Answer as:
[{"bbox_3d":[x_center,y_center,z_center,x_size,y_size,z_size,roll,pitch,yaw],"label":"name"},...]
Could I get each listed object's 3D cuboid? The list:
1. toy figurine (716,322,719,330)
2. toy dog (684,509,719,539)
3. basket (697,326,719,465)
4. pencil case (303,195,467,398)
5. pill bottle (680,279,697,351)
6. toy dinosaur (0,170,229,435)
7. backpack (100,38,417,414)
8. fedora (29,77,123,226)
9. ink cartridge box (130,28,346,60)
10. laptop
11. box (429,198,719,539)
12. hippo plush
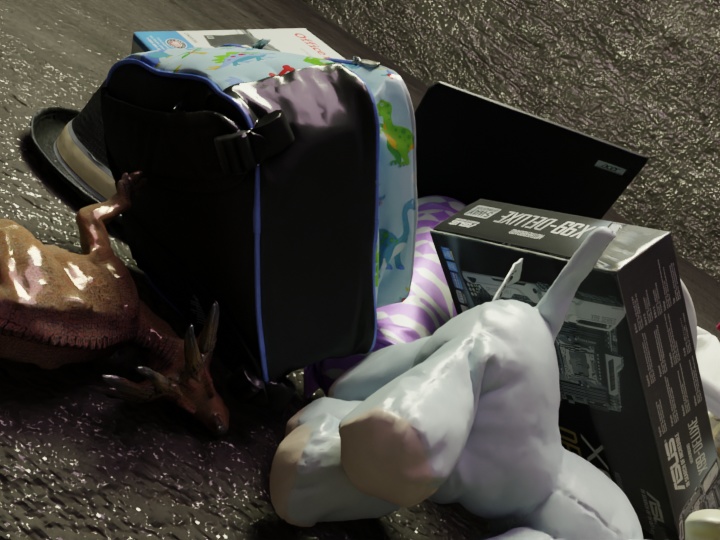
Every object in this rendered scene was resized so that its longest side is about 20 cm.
[{"bbox_3d":[0.391,0.121,0.984,0.149,0.185,0.200,17,23,-43],"label":"toy figurine"},{"bbox_3d":[0.234,0.188,0.484,0.194,0.139,0.201,46,41,-20],"label":"toy dog"},{"bbox_3d":[0.248,0.107,0.867,0.135,0.124,0.200,31,17,-4],"label":"basket"},{"bbox_3d":[0.032,0.021,0.693,0.085,0.085,0.200,10,33,14],"label":"pencil case"},{"bbox_3d":[0.144,0.044,0.760,0.113,0.114,0.199,22,-10,-32],"label":"pill bottle"},{"bbox_3d":[-0.143,0.021,0.475,0.199,0.086,0.136,4,39,-48],"label":"toy dinosaur"},{"bbox_3d":[-0.062,-0.047,0.599,0.146,0.185,0.199,-18,28,-33],"label":"backpack"},{"bbox_3d":[-0.150,-0.096,0.764,0.200,0.092,0.201,29,17,-10],"label":"fedora"},{"bbox_3d":[-0.104,-0.168,0.958,0.199,0.084,0.145,-11,40,-35],"label":"ink cartridge box"},{"bbox_3d":[0.095,-0.081,0.798,0.176,0.104,0.200,17,9,-14],"label":"laptop"},{"bbox_3d":[0.135,0.062,0.616,0.050,0.201,0.157,-31,26,-25],"label":"box"},{"bbox_3d":[0.063,0.111,0.514,0.200,0.159,0.161,-35,94,-32],"label":"hippo plush"}]
